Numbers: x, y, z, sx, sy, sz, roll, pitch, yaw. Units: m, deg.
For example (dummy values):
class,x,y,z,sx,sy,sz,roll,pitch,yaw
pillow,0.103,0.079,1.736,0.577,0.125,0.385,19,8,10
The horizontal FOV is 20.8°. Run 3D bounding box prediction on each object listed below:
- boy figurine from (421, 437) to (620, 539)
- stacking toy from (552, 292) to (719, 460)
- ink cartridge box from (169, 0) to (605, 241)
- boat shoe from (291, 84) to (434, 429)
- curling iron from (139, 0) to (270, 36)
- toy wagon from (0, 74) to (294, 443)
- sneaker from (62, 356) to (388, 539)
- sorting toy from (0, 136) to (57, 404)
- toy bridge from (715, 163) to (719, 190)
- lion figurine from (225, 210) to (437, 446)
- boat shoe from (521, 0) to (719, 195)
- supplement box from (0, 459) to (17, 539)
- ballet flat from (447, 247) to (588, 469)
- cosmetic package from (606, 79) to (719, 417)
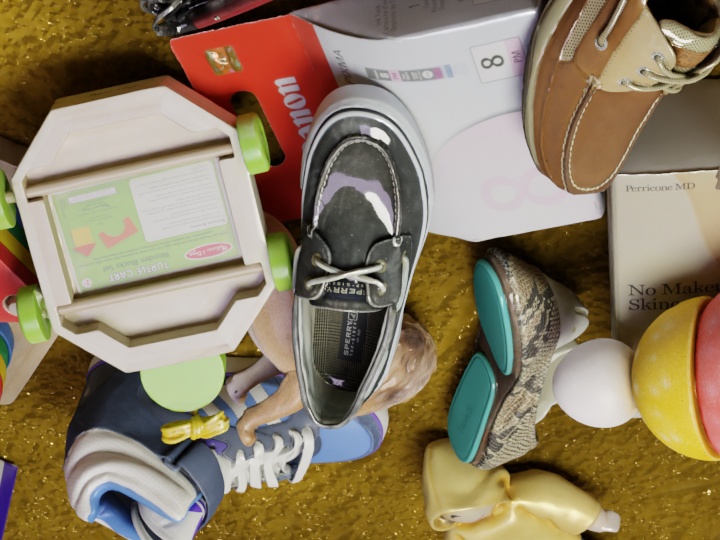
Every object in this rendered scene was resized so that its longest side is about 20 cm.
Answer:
class,x,y,z,sx,sy,sz,roll,pitch,yaw
boy figurine,0.110,0.176,1.301,0.124,0.065,0.200,-20,135,26
stacking toy,0.194,0.056,1.040,0.199,0.147,0.147,-4,137,25
ink cartridge box,0.018,-0.076,1.047,0.199,0.057,0.163,-14,138,11
boat shoe,0.000,0.000,1.041,0.071,0.071,0.201,6,127,7
curling iron,-0.023,-0.154,0.981,0.199,0.026,0.050,-15,175,19
toy wagon,-0.114,-0.002,1.071,0.154,0.040,0.201,-12,111,4
sneaker,-0.083,0.125,1.197,0.199,0.147,0.081,13,136,-9
sorting toy,-0.261,0.004,1.138,0.198,0.070,0.200,22,133,-19
toy bridge,0.265,-0.054,1.009,0.199,0.027,0.068,-11,135,-29
lion figurine,-0.046,0.022,1.139,0.122,0.073,0.200,-30,126,10
boat shoe,0.136,-0.121,0.942,0.075,0.074,0.201,-12,131,-35
supplement box,-0.341,0.153,1.274,0.199,0.102,0.103,27,133,-22
ballet flat,0.098,0.048,1.176,0.075,0.068,0.201,-13,144,-14
cosmetic package,0.189,-0.009,1.096,0.104,0.071,0.201,-5,136,7
